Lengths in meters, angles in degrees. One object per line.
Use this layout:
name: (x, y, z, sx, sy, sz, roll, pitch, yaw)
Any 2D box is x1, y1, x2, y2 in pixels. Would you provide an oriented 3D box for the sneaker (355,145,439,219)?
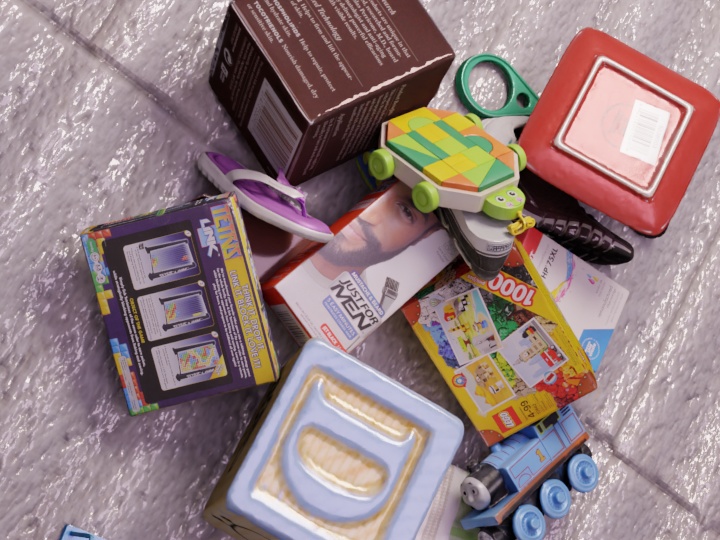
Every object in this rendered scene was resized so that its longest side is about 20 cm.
sneaker: (0.073, -0.078, 1.667, 0.082, 0.071, 0.200, -33, 94, -18)

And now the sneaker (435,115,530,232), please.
sneaker: (0.154, -0.121, 1.667, 0.075, 0.088, 0.201, 53, 47, -26)

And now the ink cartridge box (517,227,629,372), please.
ink cartridge box: (0.213, 0.028, 1.717, 0.199, 0.067, 0.117, 32, 71, -17)

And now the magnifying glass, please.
magnifying glass: (0.207, -0.208, 1.772, 0.199, 0.022, 0.080, 23, 74, -22)

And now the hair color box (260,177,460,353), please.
hair color box: (0.000, 0.000, 1.552, 0.200, 0.064, 0.111, -42, 102, -21)

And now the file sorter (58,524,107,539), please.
file sorter: (-0.224, 0.363, 1.445, 0.199, 0.123, 0.140, 27, 74, -19)

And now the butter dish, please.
butter dish: (0.292, -0.148, 1.684, 0.198, 0.148, 0.201, 29, 73, 1)

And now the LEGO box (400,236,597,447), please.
LEGO box: (0.157, 0.075, 1.626, 0.148, 0.077, 0.201, -30, 108, 12)

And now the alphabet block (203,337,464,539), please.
alphabet block: (-0.032, 0.211, 1.490, 0.194, 0.200, 0.197, 31, 72, -3)

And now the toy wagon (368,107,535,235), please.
toy wagon: (0.112, -0.109, 1.537, 0.155, 0.040, 0.200, -25, 50, -37)

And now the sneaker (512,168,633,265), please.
sneaker: (0.260, -0.087, 1.752, 0.199, 0.076, 0.116, 21, 72, -20)

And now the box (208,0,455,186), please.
box: (-0.036, -0.222, 1.567, 0.199, 0.166, 0.165, -28, 76, -25)

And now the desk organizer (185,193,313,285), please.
desk organizer: (-0.101, -0.015, 1.581, 0.199, 0.072, 0.078, 17, 79, -21)

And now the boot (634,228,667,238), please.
boot: (0.365, -0.154, 1.812, 0.132, 0.069, 0.201, -42, 114, -37)

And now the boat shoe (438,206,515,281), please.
boat shoe: (0.115, -0.069, 1.573, 0.070, 0.064, 0.201, 0, 40, -14)

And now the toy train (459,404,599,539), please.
toy train: (0.193, 0.241, 1.661, 0.200, 0.087, 0.115, -35, 95, -35)

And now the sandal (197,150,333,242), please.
sandal: (-0.104, -0.091, 1.528, 0.082, 0.202, 0.050, 5, 114, -52)

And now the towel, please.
towel: (0.055, 0.282, 1.632, 0.199, 0.031, 0.150, 21, 76, -20)

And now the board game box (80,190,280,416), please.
board game box: (-0.186, 0.034, 1.490, 0.164, 0.057, 0.202, -13, 100, 1)
